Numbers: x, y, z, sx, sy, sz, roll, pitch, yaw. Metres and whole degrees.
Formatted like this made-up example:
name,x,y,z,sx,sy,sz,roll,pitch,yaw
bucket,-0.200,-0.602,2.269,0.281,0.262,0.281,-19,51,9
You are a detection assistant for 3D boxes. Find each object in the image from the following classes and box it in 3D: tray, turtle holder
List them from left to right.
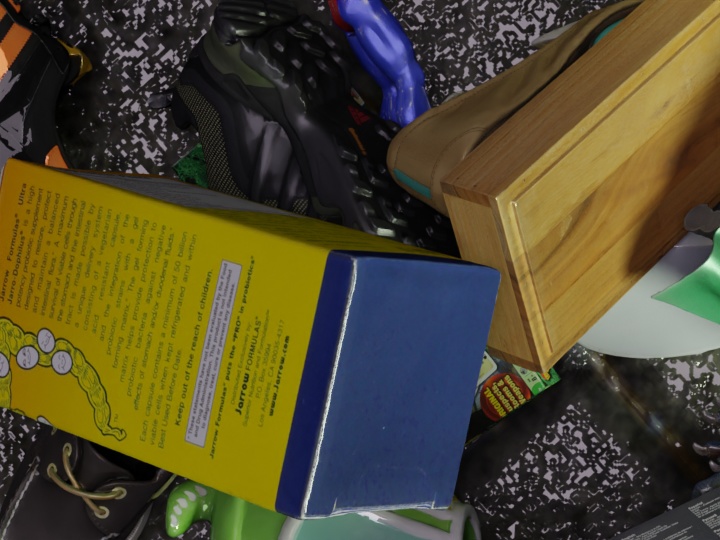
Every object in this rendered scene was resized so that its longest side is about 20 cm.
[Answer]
name,x,y,z,sx,sy,sz,roll,pitch,yaw
turtle holder,-0.010,0.132,1.057,0.132,0.141,0.186,-2,58,14
tray,0.123,-0.053,1.005,0.037,0.099,0.200,20,50,41

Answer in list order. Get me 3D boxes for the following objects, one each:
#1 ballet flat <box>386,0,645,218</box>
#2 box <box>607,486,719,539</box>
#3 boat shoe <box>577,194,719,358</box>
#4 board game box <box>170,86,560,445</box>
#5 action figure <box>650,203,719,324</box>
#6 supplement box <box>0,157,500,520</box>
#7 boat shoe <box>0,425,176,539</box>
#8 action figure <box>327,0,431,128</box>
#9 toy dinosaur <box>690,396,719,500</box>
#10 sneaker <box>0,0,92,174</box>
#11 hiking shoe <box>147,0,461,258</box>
name,x,y,z,sx,sy,sz,roll,pitch,yaw
ballet flat,0.088,-0.085,1.039,0.063,0.200,0.069,18,126,37
box,0.136,0.184,0.990,0.200,0.049,0.161,-23,131,-22
boat shoe,0.190,-0.012,1.064,0.200,0.057,0.069,-16,125,7
board game box,0.000,0.000,1.091,0.105,0.023,0.200,-39,84,32
action figure,0.237,0.023,1.021,0.200,0.055,0.118,40,105,-23
supplement box,-0.058,0.027,0.960,0.200,0.109,0.110,16,97,36
boat shoe,-0.122,0.085,1.106,0.072,0.061,0.201,38,95,7
action figure,0.023,-0.135,1.081,0.099,0.065,0.200,-36,96,-12
toy dinosaur,0.163,0.163,1.055,0.200,0.105,0.182,7,109,-2
sneaker,-0.184,-0.114,1.121,0.090,0.070,0.200,-13,88,-7
hiking shoe,-0.018,-0.030,1.047,0.200,0.076,0.101,56,132,12
